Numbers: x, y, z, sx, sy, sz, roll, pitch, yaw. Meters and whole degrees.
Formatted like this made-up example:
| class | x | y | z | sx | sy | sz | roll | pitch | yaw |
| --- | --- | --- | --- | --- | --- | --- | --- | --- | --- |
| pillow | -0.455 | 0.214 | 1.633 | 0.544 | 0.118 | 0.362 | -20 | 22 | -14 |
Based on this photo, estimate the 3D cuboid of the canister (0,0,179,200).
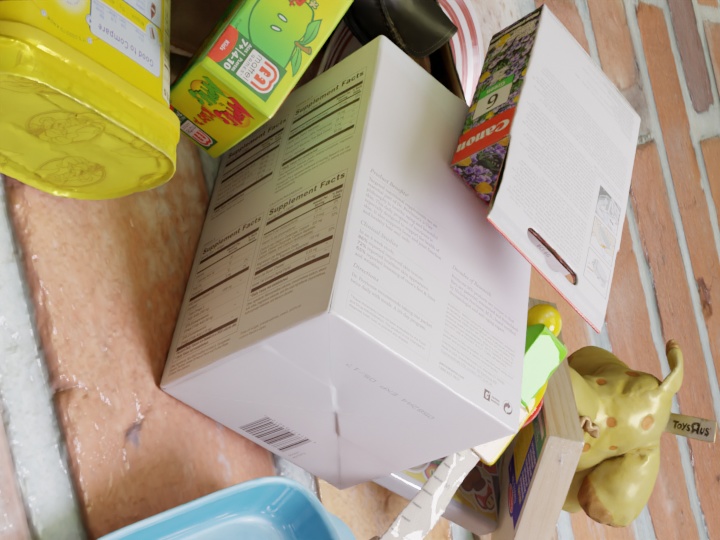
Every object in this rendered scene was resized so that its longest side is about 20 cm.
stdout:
| class | x | y | z | sx | sy | sz | roll | pitch | yaw |
| --- | --- | --- | --- | --- | --- | --- | --- | --- | --- |
| canister | -0.158 | -0.155 | 0.654 | 0.148 | 0.086 | 0.200 | 30 | 53 | -56 |

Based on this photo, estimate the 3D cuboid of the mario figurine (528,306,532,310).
| class | x | y | z | sx | sy | sz | roll | pitch | yaw |
| --- | --- | --- | --- | --- | --- | --- | --- | --- | --- |
| mario figurine | 0.108 | -0.007 | 0.900 | 0.123 | 0.106 | 0.200 | 35 | 67 | -34 |

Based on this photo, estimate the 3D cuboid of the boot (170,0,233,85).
| class | x | y | z | sx | sy | sz | roll | pitch | yaw |
| --- | --- | --- | --- | --- | --- | --- | --- | --- | --- |
| boot | -0.063 | -0.181 | 0.844 | 0.175 | 0.066 | 0.200 | 25 | 53 | -28 |

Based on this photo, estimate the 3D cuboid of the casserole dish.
| class | x | y | z | sx | sy | sz | roll | pitch | yaw |
| --- | --- | --- | --- | --- | --- | --- | --- | --- | --- |
| casserole dish | -0.077 | 0.182 | 0.659 | 0.200 | 0.039 | 0.121 | -15 | 72 | -46 |

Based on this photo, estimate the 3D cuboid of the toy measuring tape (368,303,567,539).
| class | x | y | z | sx | sy | sz | roll | pitch | yaw |
| --- | --- | --- | --- | --- | --- | --- | --- | --- | --- |
| toy measuring tape | 0.059 | 0.099 | 0.810 | 0.200 | 0.074 | 0.074 | -51 | 132 | -13 |

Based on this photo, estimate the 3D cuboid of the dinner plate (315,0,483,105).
| class | x | y | z | sx | sy | sz | roll | pitch | yaw |
| --- | --- | --- | --- | --- | --- | --- | --- | --- | --- |
| dinner plate | 0.025 | -0.130 | 0.969 | 0.200 | 0.024 | 0.201 | -25 | 126 | -40 |

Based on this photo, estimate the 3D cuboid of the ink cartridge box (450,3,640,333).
| class | x | y | z | sx | sy | sz | roll | pitch | yaw |
| --- | --- | --- | --- | --- | --- | --- | --- | --- | --- |
| ink cartridge box | 0.111 | -0.059 | 0.776 | 0.109 | 0.050 | 0.200 | 43 | 44 | -24 |

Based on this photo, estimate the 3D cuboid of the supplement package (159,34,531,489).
| class | x | y | z | sx | sy | sz | roll | pitch | yaw |
| --- | --- | --- | --- | --- | --- | --- | --- | --- | --- |
| supplement package | 0.000 | 0.000 | 0.780 | 0.152 | 0.151 | 0.200 | 35 | 48 | -31 |

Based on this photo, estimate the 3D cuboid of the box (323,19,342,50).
| class | x | y | z | sx | sy | sz | roll | pitch | yaw |
| --- | --- | --- | --- | --- | --- | --- | --- | --- | --- |
| box | 0.016 | -0.185 | 1.034 | 0.200 | 0.035 | 0.110 | 55 | 36 | -35 |

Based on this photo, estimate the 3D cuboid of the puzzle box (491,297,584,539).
| class | x | y | z | sx | sy | sz | roll | pitch | yaw |
| --- | --- | --- | --- | --- | --- | --- | --- | --- | --- |
| puzzle box | 0.121 | 0.122 | 0.916 | 0.200 | 0.025 | 0.133 | -83 | -174 | -64 |

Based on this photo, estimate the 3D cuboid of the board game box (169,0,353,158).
| class | x | y | z | sx | sy | sz | roll | pitch | yaw |
| --- | --- | --- | --- | --- | --- | --- | --- | --- | --- |
| board game box | -0.032 | -0.164 | 0.723 | 0.048 | 0.102 | 0.200 | 37 | 70 | -14 |

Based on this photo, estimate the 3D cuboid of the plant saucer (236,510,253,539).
| class | x | y | z | sx | sy | sz | roll | pitch | yaw |
| --- | --- | --- | --- | --- | --- | --- | --- | --- | --- |
| plant saucer | -0.049 | 0.265 | 0.741 | 0.200 | 0.037 | 0.200 | 57 | 35 | -35 |

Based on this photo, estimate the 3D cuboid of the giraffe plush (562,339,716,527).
| class | x | y | z | sx | sy | sz | roll | pitch | yaw |
| --- | --- | --- | --- | --- | --- | --- | --- | --- | --- |
| giraffe plush | 0.178 | 0.130 | 1.106 | 0.162 | 0.200 | 0.173 | 12 | 70 | -28 |

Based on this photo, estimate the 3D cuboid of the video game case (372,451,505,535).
| class | x | y | z | sx | sy | sz | roll | pitch | yaw |
| --- | --- | --- | --- | --- | --- | --- | --- | --- | --- |
| video game case | 0.029 | 0.066 | 0.901 | 0.200 | 0.023 | 0.182 | 32 | 50 | -27 |

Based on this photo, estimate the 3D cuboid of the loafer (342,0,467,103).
| class | x | y | z | sx | sy | sz | roll | pitch | yaw |
| --- | --- | --- | --- | --- | --- | --- | --- | --- | --- |
| loafer | 0.036 | -0.171 | 0.875 | 0.073 | 0.072 | 0.200 | -54 | 144 | -31 |
